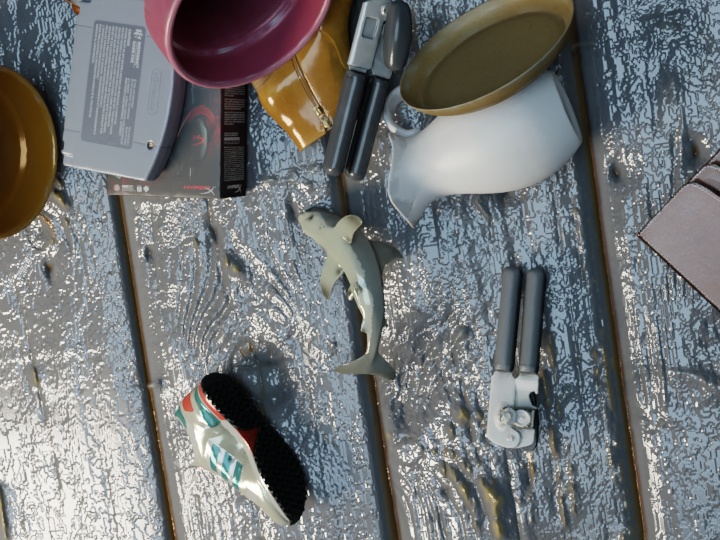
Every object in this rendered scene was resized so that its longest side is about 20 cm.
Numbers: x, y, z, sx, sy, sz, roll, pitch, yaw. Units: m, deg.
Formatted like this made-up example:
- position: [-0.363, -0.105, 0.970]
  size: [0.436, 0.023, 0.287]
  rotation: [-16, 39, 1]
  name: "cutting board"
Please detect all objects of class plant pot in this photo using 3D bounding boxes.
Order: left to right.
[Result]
- position: [-0.494, -0.140, 1.577]
  size: [0.183, 0.200, 0.201]
  rotation: [4, 97, 32]
  name: "plant pot"
- position: [-0.152, -0.321, 1.390]
  size: [0.200, 0.200, 0.179]
  rotation: [-45, 59, 16]
  name: "plant pot"
- position: [0.134, -0.221, 1.379]
  size: [0.200, 0.200, 0.028]
  rotation: [-25, 122, 18]
  name: "plant pot"

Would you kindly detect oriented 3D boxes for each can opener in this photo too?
- position: [0.009, -0.194, 1.437]
  size: [0.053, 0.067, 0.200]
  rotation: [11, 100, -20]
  name: "can opener"
- position: [0.171, 0.096, 1.458]
  size: [0.053, 0.066, 0.201]
  rotation: [3, 88, 15]
  name: "can opener"

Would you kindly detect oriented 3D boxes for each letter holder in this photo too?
- position: [0.403, -0.021, 1.348]
  size: [0.200, 0.101, 0.142]
  rotation: [44, 104, 9]
  name: "letter holder"

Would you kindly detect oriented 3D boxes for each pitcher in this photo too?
- position: [0.121, -0.155, 1.420]
  size: [0.200, 0.121, 0.172]
  rotation: [-22, 61, 17]
  name: "pitcher"

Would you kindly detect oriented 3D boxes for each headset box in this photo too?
- position: [-0.211, -0.185, 1.533]
  size: [0.148, 0.075, 0.201]
  rotation: [4, 97, 18]
  name: "headset box"

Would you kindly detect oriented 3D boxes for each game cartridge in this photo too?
- position: [-0.261, -0.205, 1.490]
  size: [0.133, 0.040, 0.201]
  rotation: [13, 100, 22]
  name: "game cartridge"

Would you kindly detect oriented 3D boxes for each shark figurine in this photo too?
- position: [0.013, 0.013, 1.488]
  size: [0.128, 0.089, 0.215]
  rotation: [-30, 76, 51]
  name: "shark figurine"

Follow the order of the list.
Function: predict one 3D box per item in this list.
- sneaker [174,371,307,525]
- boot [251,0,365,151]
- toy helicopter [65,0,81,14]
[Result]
- position: [-0.144, 0.220, 1.569]
  size: [0.093, 0.070, 0.200]
  rotation: [-38, 86, 35]
  name: "sneaker"
- position: [-0.026, -0.238, 1.483]
  size: [0.201, 0.071, 0.144]
  rotation: [-38, 95, 12]
  name: "boot"
- position: [-0.338, -0.361, 1.568]
  size: [0.200, 0.079, 0.133]
  rotation: [13, 109, 26]
  name: "toy helicopter"
